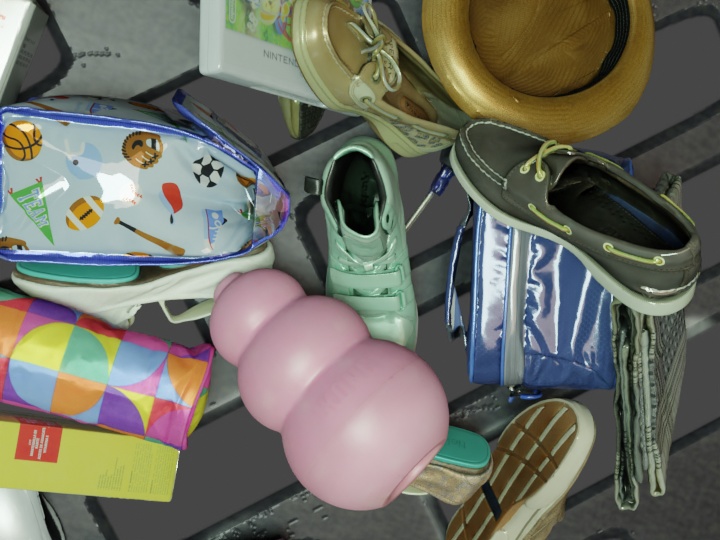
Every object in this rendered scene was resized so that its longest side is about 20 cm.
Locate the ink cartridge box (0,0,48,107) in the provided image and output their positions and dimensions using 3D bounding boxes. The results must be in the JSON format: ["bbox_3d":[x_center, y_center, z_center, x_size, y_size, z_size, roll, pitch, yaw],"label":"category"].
[{"bbox_3d":[-0.329,-0.127,0.814,0.144,0.084,0.201,22,94,-10],"label":"ink cartridge box"}]

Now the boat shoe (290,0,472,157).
[{"bbox_3d":[0.020,-0.143,0.825,0.062,0.200,0.074,-4,73,31],"label":"boat shoe"}]

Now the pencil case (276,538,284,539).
[{"bbox_3d":[-0.148,0.261,0.892,0.198,0.083,0.087,-5,107,-9],"label":"pencil case"}]

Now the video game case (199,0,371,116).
[{"bbox_3d":[-0.046,-0.222,0.803,0.022,0.182,0.202,-1,87,33],"label":"video game case"}]

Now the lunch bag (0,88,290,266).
[{"bbox_3d":[-0.151,-0.067,0.809,0.198,0.170,0.125,6,101,-9],"label":"lunch bag"}]

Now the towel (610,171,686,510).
[{"bbox_3d":[0.224,0.052,0.854,0.034,0.200,0.194,6,124,23],"label":"towel"}]

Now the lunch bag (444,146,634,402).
[{"bbox_3d":[0.133,0.004,0.877,0.131,0.136,0.202,4,93,7],"label":"lunch bag"}]

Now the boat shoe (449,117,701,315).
[{"bbox_3d":[0.141,-0.052,0.755,0.072,0.061,0.201,-39,60,-23],"label":"boat shoe"}]

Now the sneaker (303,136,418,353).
[{"bbox_3d":[0.000,0.000,0.860,0.073,0.118,0.202,-5,95,8],"label":"sneaker"}]

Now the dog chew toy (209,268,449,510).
[{"bbox_3d":[-0.031,0.076,0.826,0.200,0.125,0.125,44,89,14],"label":"dog chew toy"}]

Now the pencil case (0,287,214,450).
[{"bbox_3d":[-0.207,0.066,0.826,0.199,0.088,0.089,19,94,-5],"label":"pencil case"}]

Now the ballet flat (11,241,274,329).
[{"bbox_3d":[-0.163,0.014,0.874,0.198,0.069,0.070,-7,98,-9],"label":"ballet flat"}]

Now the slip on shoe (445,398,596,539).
[{"bbox_3d":[0.137,0.178,0.905,0.060,0.076,0.201,11,125,-24],"label":"slip on shoe"}]

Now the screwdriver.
[{"bbox_3d":[0.051,-0.049,0.921,0.029,0.028,0.201,26,100,-40],"label":"screwdriver"}]

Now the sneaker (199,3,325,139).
[{"bbox_3d":[-0.076,-0.198,0.868,0.088,0.077,0.201,-6,103,25],"label":"sneaker"}]

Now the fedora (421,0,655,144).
[{"bbox_3d":[0.129,-0.182,0.873,0.199,0.082,0.202,2,83,-19],"label":"fedora"}]

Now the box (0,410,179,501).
[{"bbox_3d":[-0.239,0.132,0.834,0.199,0.075,0.051,13,85,-29],"label":"box"}]

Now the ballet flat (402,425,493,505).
[{"bbox_3d":[0.006,0.140,0.910,0.199,0.068,0.068,22,130,2],"label":"ballet flat"}]

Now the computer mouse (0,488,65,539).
[{"bbox_3d":[-0.287,0.164,0.878,0.109,0.044,0.201,-24,100,-7],"label":"computer mouse"}]
